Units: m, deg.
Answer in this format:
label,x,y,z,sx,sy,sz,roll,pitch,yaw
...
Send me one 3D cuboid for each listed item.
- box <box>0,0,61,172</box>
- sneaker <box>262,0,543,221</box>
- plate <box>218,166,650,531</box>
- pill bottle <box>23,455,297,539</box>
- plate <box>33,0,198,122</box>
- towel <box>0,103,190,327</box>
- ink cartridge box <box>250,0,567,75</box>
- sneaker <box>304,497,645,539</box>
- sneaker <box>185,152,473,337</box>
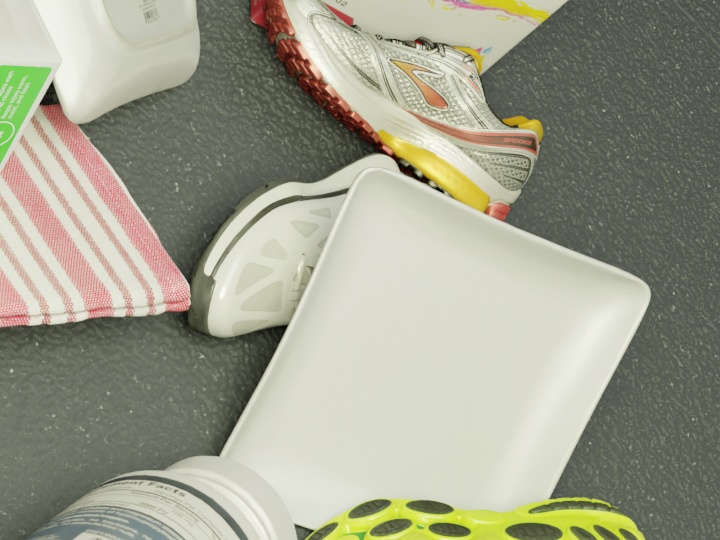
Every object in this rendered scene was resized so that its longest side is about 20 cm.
label,x,y,z,sx,sy,sz,roll,pitch,yaw
box,-0.274,-0.145,1.218,0.176,0.097,0.201,1,49,-38
sneaker,0.024,-0.112,1.461,0.200,0.078,0.082,38,86,-20
plate,0.036,0.060,1.343,0.199,0.201,0.032,22,10,-26
pill bottle,-0.108,0.163,1.159,0.120,0.119,0.200,54,26,1
plate,-0.142,-0.191,1.324,0.200,0.032,0.201,-39,113,-72
towel,-0.195,-0.024,1.246,0.199,0.030,0.147,-6,49,-44
ink cartridge box,0.047,-0.199,1.461,0.147,0.200,0.086,25,51,-24
sneaker,0.062,0.172,1.336,0.199,0.084,0.074,2,24,-18
sneaker,0.000,0.000,1.361,0.115,0.076,0.200,28,36,27
